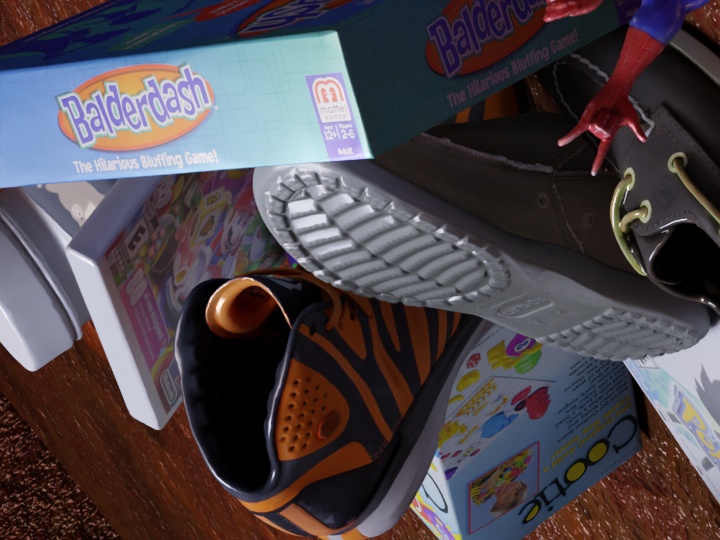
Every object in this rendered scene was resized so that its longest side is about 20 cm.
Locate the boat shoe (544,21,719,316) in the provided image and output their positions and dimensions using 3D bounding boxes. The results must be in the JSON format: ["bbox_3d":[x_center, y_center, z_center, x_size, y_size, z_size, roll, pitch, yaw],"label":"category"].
[{"bbox_3d":[0.121,-0.017,0.981,0.201,0.061,0.072,45,165,34],"label":"boat shoe"}]

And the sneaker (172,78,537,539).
[{"bbox_3d":[0.000,0.000,1.090,0.077,0.201,0.112,13,172,36],"label":"sneaker"}]

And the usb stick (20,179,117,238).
[{"bbox_3d":[-0.085,-0.004,1.279,0.200,0.033,0.056,44,140,14],"label":"usb stick"}]

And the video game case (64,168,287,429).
[{"bbox_3d":[-0.043,-0.046,1.194,0.018,0.200,0.143,27,157,21],"label":"video game case"}]

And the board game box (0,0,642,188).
[{"bbox_3d":[-0.026,-0.076,0.986,0.200,0.152,0.045,-3,109,42],"label":"board game box"}]

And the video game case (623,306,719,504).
[{"bbox_3d":[0.182,0.095,1.138,0.200,0.022,0.182,56,167,-8],"label":"video game case"}]

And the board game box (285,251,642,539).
[{"bbox_3d":[0.044,0.023,1.260,0.103,0.105,0.200,46,164,31],"label":"board game box"}]

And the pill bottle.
[{"bbox_3d":[-0.096,-0.043,1.379,0.111,0.200,0.111,50,167,16],"label":"pill bottle"}]

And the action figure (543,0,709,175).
[{"bbox_3d":[0.053,-0.105,0.856,0.200,0.099,0.065,35,174,-8],"label":"action figure"}]

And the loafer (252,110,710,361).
[{"bbox_3d":[0.044,-0.023,1.051,0.200,0.070,0.075,21,153,-39],"label":"loafer"}]
